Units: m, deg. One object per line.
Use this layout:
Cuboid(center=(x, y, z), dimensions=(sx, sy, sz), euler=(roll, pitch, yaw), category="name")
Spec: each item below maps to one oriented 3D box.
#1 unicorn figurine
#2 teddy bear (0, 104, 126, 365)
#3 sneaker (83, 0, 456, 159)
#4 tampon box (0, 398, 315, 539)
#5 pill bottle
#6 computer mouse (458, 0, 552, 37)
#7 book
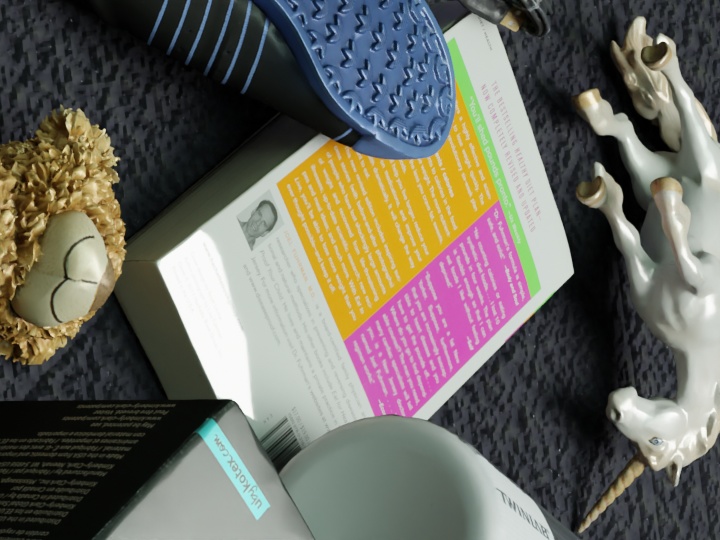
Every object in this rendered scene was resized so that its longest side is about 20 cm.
Cuboid(center=(0.132, -0.006, 1.264), dimensions=(0.138, 0.074, 0.200), euler=(59, 44, -40), category="unicorn figurine")
Cuboid(center=(-0.154, -0.007, 0.972), dimensions=(0.200, 0.067, 0.145), euler=(25, 72, -42), category="teddy bear")
Cuboid(center=(-0.049, -0.105, 1.077), dimensions=(0.200, 0.078, 0.070), euler=(41, 59, -34), category="sneaker")
Cuboid(center=(-0.108, 0.159, 0.966), dimensions=(0.200, 0.126, 0.150), euler=(-46, 119, -37), category="tampon box")
Cuboid(center=(0.044, 0.137, 1.127), dimensions=(0.200, 0.106, 0.107), euler=(41, 58, -55), category="pill bottle")
Cuboid(center=(-0.008, -0.131, 1.115), dimensions=(0.200, 0.059, 0.034), euler=(26, 75, -23), category="computer mouse")
Cuboid(center=(0.000, 0.000, 1.150), dimensions=(0.200, 0.048, 0.134), euler=(-42, 118, -38), category="book")
